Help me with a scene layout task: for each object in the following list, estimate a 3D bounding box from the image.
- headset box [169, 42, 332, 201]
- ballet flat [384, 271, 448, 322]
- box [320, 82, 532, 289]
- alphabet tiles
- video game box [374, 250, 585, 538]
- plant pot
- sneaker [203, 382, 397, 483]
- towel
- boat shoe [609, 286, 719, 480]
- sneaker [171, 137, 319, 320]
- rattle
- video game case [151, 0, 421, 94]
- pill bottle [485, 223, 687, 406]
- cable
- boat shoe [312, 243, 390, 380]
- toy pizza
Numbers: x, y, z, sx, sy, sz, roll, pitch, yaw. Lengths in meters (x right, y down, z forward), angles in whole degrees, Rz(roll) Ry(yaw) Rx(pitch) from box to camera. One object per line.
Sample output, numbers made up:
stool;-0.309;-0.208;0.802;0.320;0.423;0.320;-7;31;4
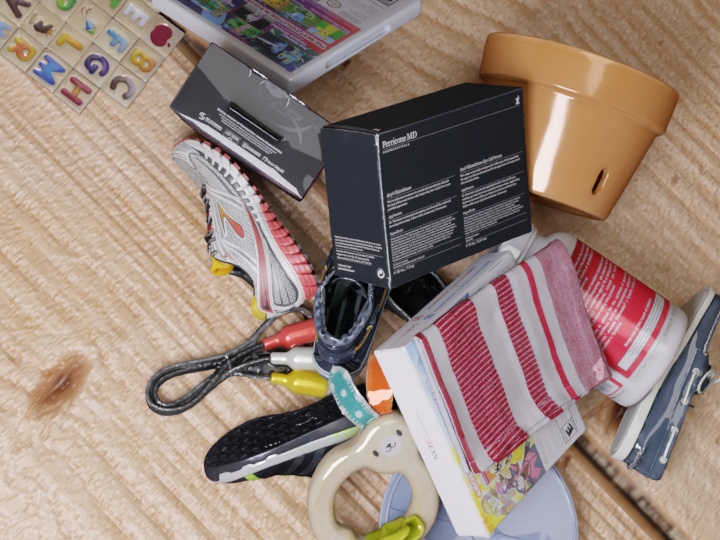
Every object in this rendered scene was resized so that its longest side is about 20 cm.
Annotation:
headset box;-0.096;-0.136;1.617;0.148;0.200;0.075;34;90;-3
ballet flat;0.068;0.030;1.690;0.200;0.057;0.066;43;74;7
box;0.064;-0.082;1.578;0.199;0.078;0.143;-21;115;-42
alphabet tiles;-0.282;-0.258;1.712;0.199;0.006;0.167;37;72;-2
video game box;0.115;0.113;1.600;0.182;0.047;0.201;-40;112;-43
plant pot;0.198;-0.136;1.703;0.198;0.200;0.141;19;91;-7
sneaker;-0.047;0.177;1.625;0.198;0.072;0.083;-18;115;0
towel;0.143;0.077;1.572;0.199;0.023;0.145;-32;106;-36
boat shoe;0.318;0.112;1.719;0.061;0.075;0.201;30;74;-2
sneaker;-0.123;-0.042;1.657;0.082;0.078;0.201;-35;78;-6
rattle;0.017;0.190;1.540;0.129;0.143;0.202;10;109;4
video game case;-0.072;-0.260;1.679;0.199;0.023;0.182;35;53;29
pill bottle;0.211;0.035;1.694;0.199;0.112;0.113;34;72;-3
cable;-0.109;0.083;1.644;0.198;0.050;0.098;-6;76;-15
boat shoe;0.000;0.000;1.626;0.070;0.091;0.202;10;62;3
toy pizza;0.113;0.252;1.662;0.198;0.032;0.202;3;77;-11
